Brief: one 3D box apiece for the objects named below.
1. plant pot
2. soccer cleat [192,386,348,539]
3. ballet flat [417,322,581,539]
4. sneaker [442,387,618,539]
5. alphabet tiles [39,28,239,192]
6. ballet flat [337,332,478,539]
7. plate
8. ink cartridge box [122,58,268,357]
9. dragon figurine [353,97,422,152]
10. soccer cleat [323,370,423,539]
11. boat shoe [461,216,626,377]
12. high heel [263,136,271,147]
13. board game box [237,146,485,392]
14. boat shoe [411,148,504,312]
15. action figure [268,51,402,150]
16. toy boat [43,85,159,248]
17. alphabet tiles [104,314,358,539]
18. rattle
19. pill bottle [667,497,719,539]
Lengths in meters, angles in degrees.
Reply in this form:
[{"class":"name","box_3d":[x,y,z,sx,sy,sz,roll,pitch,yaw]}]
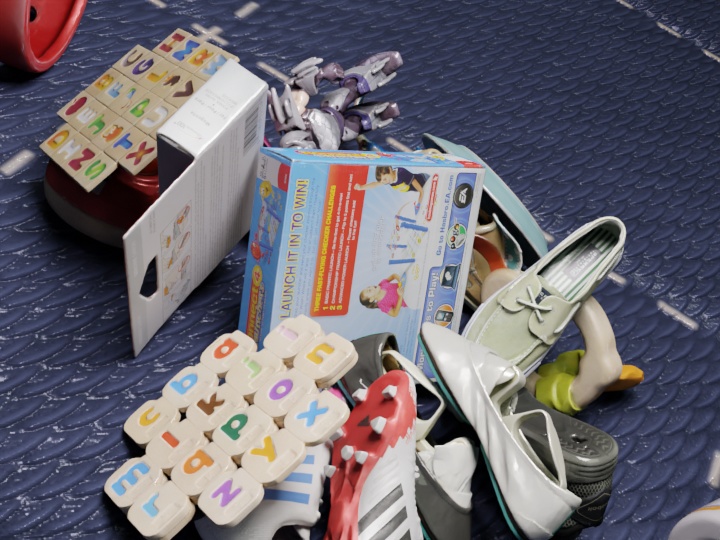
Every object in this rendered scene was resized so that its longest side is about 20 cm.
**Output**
[{"class":"plant pot","box_3d":[-0.368,-0.314,1.190,0.181,0.201,0.201,18,38,2]},{"class":"soccer cleat","box_3d":[-0.057,0.164,0.939,0.087,0.070,0.200,57,35,-4]},{"class":"ballet flat","box_3d":[0.114,0.115,0.962,0.069,0.070,0.201,-6,57,-35]},{"class":"sneaker","box_3d":[0.136,0.165,1.041,0.076,0.115,0.199,-13,25,-33]},{"class":"alphabet tiles","box_3d":[-0.192,-0.141,1.039,0.166,0.006,0.200,-43,35,-10]},{"class":"ballet flat","box_3d":[0.048,0.137,0.972,0.201,0.068,0.068,59,18,10]},{"class":"plate","box_3d":[0.135,-0.068,1.228,0.200,0.026,0.200,49,1,-1]},{"class":"ink cartridge box","box_3d":[-0.143,-0.045,0.970,0.043,0.200,0.174,34,62,12]},{"class":"dragon figurine","box_3d":[0.039,-0.096,1.279,0.099,0.059,0.201,10,46,-24]},{"class":"soccer cleat","box_3d":[0.015,0.174,0.915,0.085,0.068,0.201,32,58,-32]},{"class":"boat shoe","box_3d":[0.152,0.024,1.045,0.072,0.062,0.200,40,75,14]},{"class":"high heel","box_3d":[-0.093,-0.082,1.109,0.067,0.200,0.096,-40,58,-11]},{"class":"board game box","box_3d":[0.000,0.000,1.034,0.195,0.202,0.056,-1,17,-33]},{"class":"boat shoe","box_3d":[0.107,-0.031,1.181,0.200,0.076,0.072,49,57,-12]},{"class":"action figure","box_3d":[-0.022,-0.143,1.154,0.069,0.131,0.200,-1,25,26]},{"class":"toy boat","box_3d":[-0.197,-0.113,1.106,0.130,0.131,0.200,28,38,2]},{"class":"alphabet tiles","box_3d":[-0.094,0.112,0.891,0.200,0.015,0.195,-42,32,-15]},{"class":"rattle","box_3d":[0.184,0.030,1.156,0.142,0.130,0.201,-22,67,-33]},{"class":"pill bottle","box_3d":[0.364,0.234,1.054,0.199,0.112,0.112,-13,52,-39]}]
